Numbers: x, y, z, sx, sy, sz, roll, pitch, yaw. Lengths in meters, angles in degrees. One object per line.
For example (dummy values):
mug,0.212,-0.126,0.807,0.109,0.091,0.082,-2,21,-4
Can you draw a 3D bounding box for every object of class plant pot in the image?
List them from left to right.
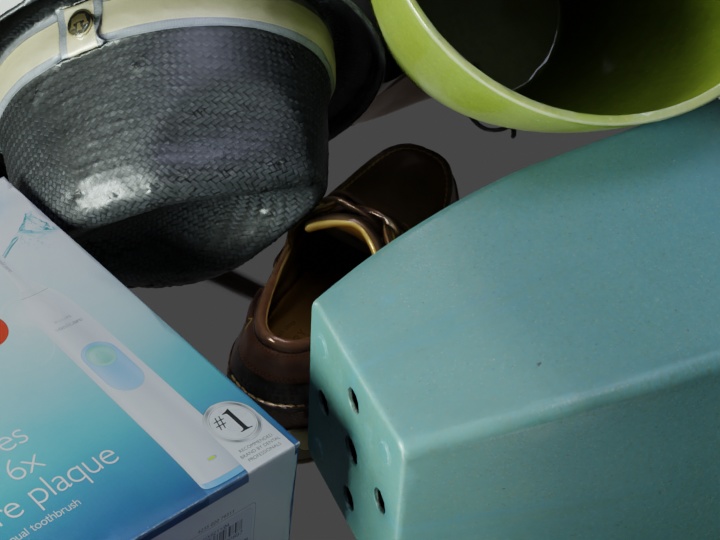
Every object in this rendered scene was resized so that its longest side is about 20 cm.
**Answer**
plant pot,0.076,-0.138,0.935,0.185,0.200,0.189,1,82,-11
plant pot,0.085,0.046,0.860,0.198,0.142,0.142,-15,45,-20

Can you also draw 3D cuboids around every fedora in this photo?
fedora,-0.083,-0.051,0.928,0.199,0.201,0.092,-2,62,-11

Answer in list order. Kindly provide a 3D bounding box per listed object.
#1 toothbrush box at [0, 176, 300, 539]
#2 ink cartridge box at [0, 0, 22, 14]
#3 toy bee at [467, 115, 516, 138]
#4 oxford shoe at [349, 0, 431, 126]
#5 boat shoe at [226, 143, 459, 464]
toothbrush box,-0.142,0.070,0.835,0.146,0.086,0.200,-27,50,-33
ink cartridge box,-0.095,-0.180,1.078,0.198,0.084,0.146,-12,5,-20
toy bee,0.158,-0.125,1.085,0.131,0.108,0.201,49,51,-20
oxford shoe,0.020,-0.115,1.089,0.199,0.071,0.072,-20,73,-49
boat shoe,-0.001,0.000,0.948,0.071,0.068,0.200,19,42,13
